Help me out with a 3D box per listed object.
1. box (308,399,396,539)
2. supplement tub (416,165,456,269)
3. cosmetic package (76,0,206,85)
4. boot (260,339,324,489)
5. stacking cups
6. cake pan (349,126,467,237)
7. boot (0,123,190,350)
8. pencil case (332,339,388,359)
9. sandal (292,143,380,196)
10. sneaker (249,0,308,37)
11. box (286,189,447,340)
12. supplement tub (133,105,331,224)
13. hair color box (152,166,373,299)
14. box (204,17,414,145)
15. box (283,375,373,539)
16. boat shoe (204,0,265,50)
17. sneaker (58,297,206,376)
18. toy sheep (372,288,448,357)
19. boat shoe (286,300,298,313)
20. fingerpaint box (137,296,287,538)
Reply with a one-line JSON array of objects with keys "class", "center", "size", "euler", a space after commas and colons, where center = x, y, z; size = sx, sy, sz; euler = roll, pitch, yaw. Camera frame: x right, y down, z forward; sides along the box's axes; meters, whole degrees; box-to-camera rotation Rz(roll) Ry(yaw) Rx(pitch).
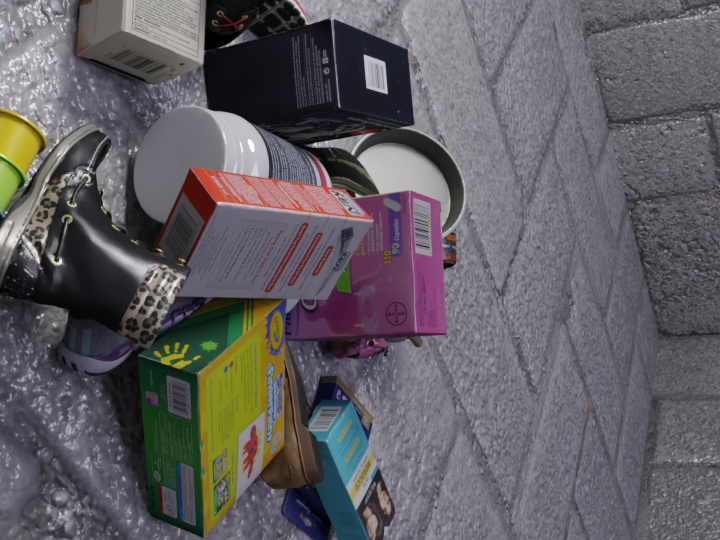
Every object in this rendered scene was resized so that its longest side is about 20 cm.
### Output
[{"class": "box", "center": [-0.016, 0.272, 1.107], "size": [0.082, 0.049, 0.200], "euler": [-54, 132, -49]}, {"class": "supplement tub", "center": [0.103, -0.103, 1.396], "size": [0.107, 0.107, 0.201], "euler": [9, 77, -60]}, {"class": "cosmetic package", "center": [-0.219, -0.306, 0.859], "size": [0.103, 0.087, 0.201], "euler": [15, 73, -48]}, {"class": "boot", "center": [-0.101, 0.166, 1.024], "size": [0.074, 0.075, 0.200], "euler": [67, 9, -61]}, {"class": "stacking cups", "center": [-0.316, -0.035, 0.676], "size": [0.061, 0.060, 0.200], "euler": [47, 47, -48]}, {"class": "cake pan", "center": [0.068, -0.128, 1.299], "size": [0.200, 0.037, 0.201], "euler": [8, 66, -18]}, {"class": "boot", "center": [-0.221, -0.031, 0.742], "size": [0.153, 0.074, 0.204], "euler": [26, 43, -11]}, {"class": "pencil case", "center": [-0.005, 0.024, 1.197], "size": [0.083, 0.086, 0.201], "euler": [13, 71, -63]}, {"class": "sandal", "center": [-0.052, -0.130, 1.177], "size": [0.201, 0.057, 0.080], "euler": [7, 48, -44]}, {"class": "sneaker", "center": [-0.123, -0.371, 1.071], "size": [0.200, 0.077, 0.085], "euler": [49, 39, -47]}, {"class": "box", "center": [0.000, 0.000, 1.094], "size": [0.097, 0.200, 0.176], "euler": [9, 78, -60]}, {"class": "supplement tub", "center": [-0.134, -0.091, 0.929], "size": [0.200, 0.140, 0.141], "euler": [18, 69, -59]}, {"class": "hair color box", "center": [-0.096, -0.032, 0.843], "size": [0.200, 0.111, 0.064], "euler": [5, 36, -45]}, {"class": "box", "center": [-0.058, -0.224, 1.049], "size": [0.200, 0.182, 0.104], "euler": [-6, 91, -61]}, {"class": "box", "center": [-0.039, 0.261, 1.152], "size": [0.121, 0.032, 0.200], "euler": [55, 42, -42]}, {"class": "boat shoe", "center": [-0.140, -0.286, 0.913], "size": [0.073, 0.201, 0.063], "euler": [3, 88, -30]}, {"class": "sneaker", "center": [-0.207, 0.018, 0.818], "size": [0.200, 0.074, 0.088], "euler": [-49, 159, -53]}, {"class": "toy sheep", "center": [0.064, 0.044, 1.280], "size": [0.138, 0.138, 0.200], "euler": [47, 62, -48]}, {"class": "boat shoe", "center": [-0.096, -0.042, 1.066], "size": [0.068, 0.057, 0.201], "euler": [11, 92, -27]}, {"class": "fingerpaint box", "center": [-0.148, 0.139, 0.876], "size": [0.167, 0.073, 0.200], "euler": [-44, 143, -54]}]
